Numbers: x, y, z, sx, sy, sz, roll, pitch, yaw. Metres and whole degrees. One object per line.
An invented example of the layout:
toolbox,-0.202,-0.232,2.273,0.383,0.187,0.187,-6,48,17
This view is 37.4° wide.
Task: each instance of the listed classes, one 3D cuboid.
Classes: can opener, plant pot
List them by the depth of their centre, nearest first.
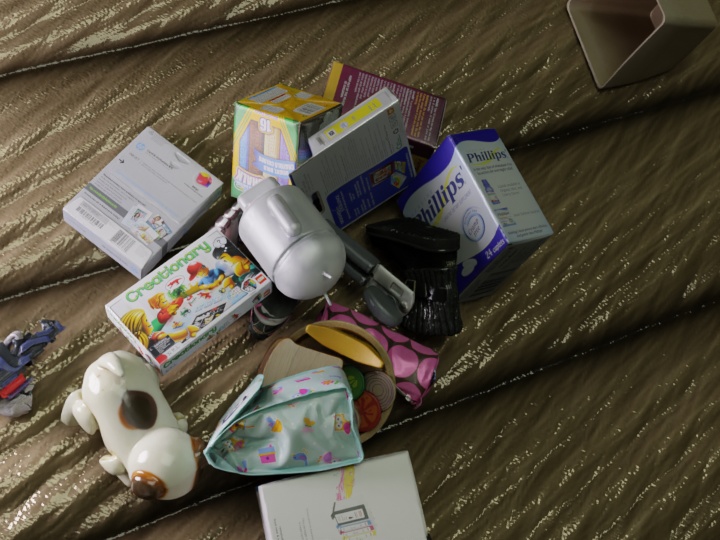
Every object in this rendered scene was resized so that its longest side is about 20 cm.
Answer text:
can opener,0.000,0.000,1.603,0.200,0.053,0.066,43,38,18
plant pot,0.530,-0.469,1.959,0.175,0.200,0.202,-2,63,-28

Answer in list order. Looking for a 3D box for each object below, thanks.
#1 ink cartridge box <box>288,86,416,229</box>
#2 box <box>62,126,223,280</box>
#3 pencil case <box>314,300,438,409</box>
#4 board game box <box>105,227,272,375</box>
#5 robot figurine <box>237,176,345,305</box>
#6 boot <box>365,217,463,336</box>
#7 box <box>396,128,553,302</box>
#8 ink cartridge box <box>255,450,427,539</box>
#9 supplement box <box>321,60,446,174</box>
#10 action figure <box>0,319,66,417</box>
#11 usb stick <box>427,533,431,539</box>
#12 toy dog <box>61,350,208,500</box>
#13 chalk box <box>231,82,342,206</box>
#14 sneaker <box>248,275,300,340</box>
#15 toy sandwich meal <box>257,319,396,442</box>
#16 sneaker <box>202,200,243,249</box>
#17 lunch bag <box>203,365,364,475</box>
ink cartridge box,-0.015,-0.154,1.623,0.199,0.198,0.047,-32,58,-8
box,-0.332,-0.107,1.634,0.155,0.041,0.201,36,62,5
pencil case,0.019,0.125,1.580,0.198,0.091,0.094,25,63,2
board game box,-0.237,0.040,1.482,0.199,0.035,0.126,-38,66,-24
robot figurine,-0.096,-0.040,1.507,0.112,0.170,0.200,-35,63,-8
boot,0.079,0.009,1.651,0.079,0.210,0.160,-12,109,-29
box,0.173,-0.084,1.656,0.104,0.184,0.202,-12,65,-35
ink cartridge box,-0.025,0.332,1.398,0.197,0.147,0.147,-11,80,-11
supplement box,0.025,-0.238,1.739,0.197,0.131,0.104,17,62,-4
action figure,-0.510,0.118,1.465,0.194,0.105,0.200,50,38,5
usb stick,0.104,0.456,1.464,0.055,0.033,0.202,-16,69,-19
toy dog,-0.280,0.211,1.407,0.139,0.195,0.201,-24,64,-36
chalk box,-0.116,-0.165,1.639,0.123,0.202,0.124,22,31,24
sneaker,-0.120,0.029,1.601,0.080,0.087,0.200,37,39,3
toy sandwich meal,-0.048,0.162,1.509,0.202,0.070,0.208,0,92,4
sneaker,-0.192,-0.012,1.595,0.115,0.076,0.200,42,86,-1
lunch bag,-0.104,0.202,1.394,0.197,0.170,0.124,-12,95,-2
